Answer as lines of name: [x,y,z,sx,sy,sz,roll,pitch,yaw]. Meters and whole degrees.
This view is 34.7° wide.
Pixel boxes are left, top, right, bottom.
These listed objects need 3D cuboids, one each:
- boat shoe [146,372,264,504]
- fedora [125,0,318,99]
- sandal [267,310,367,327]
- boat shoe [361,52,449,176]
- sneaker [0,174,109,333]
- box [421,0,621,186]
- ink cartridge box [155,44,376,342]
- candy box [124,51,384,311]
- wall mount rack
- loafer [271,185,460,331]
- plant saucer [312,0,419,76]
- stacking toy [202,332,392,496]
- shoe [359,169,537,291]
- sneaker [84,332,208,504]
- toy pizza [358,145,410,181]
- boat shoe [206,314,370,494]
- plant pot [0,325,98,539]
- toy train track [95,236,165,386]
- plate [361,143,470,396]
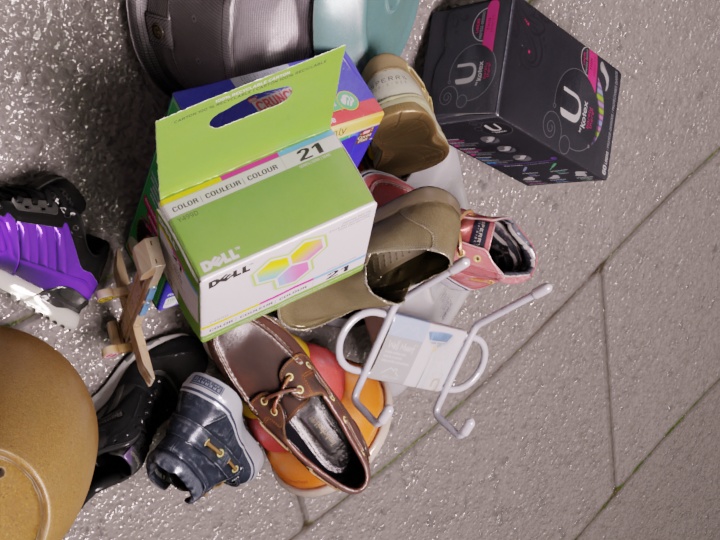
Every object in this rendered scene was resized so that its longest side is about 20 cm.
boat shoe: [-0.144,0.172,1.037,0.092,0.070,0.201,-59,162,-25]
fedora: [-0.094,-0.214,0.924,0.175,0.090,0.203,-15,119,-37]
sandal: [-0.061,0.018,1.082,0.198,0.075,0.046,8,103,-41]
boat shoe: [0.037,-0.134,1.017,0.073,0.068,0.200,-14,169,1]
sneaker: [-0.265,-0.038,0.875,0.100,0.069,0.200,-56,143,-8]
box: [0.161,-0.172,1.144,0.198,0.105,0.124,19,76,-45]
ink cartridge box: [-0.066,-0.048,0.813,0.146,0.076,0.201,-24,159,-18]
candy box: [-0.091,-0.072,0.944,0.167,0.077,0.201,-21,155,-34]
wall mount rack: [0.079,0.065,1.057,0.198,0.074,0.176,15,106,-42]
loafer: [0.000,0.000,0.984,0.199,0.068,0.076,-33,131,24]
plant saucer: [0.016,-0.244,0.985,0.200,0.035,0.203,16,89,-73]
stacking toy: [-0.074,0.104,1.075,0.147,0.145,0.200,-50,127,-10]
shoe: [0.076,-0.039,1.047,0.199,0.090,0.073,31,64,-41]
sneaker: [-0.199,0.140,1.003,0.199,0.087,0.076,-40,131,-21]
toy pizza: [0.012,-0.081,1.128,0.198,0.032,0.203,-20,123,-35]
boat shoe: [-0.058,0.112,0.998,0.070,0.070,0.200,-43,106,0]
plant pot: [-0.270,0.146,0.819,0.183,0.200,0.190,-2,96,-19]
toy train track: [-0.187,0.025,0.913,0.032,0.116,0.200,-12,163,-24]
plate: [0.068,-0.002,1.159,0.200,0.032,0.202,-55,144,-33]
